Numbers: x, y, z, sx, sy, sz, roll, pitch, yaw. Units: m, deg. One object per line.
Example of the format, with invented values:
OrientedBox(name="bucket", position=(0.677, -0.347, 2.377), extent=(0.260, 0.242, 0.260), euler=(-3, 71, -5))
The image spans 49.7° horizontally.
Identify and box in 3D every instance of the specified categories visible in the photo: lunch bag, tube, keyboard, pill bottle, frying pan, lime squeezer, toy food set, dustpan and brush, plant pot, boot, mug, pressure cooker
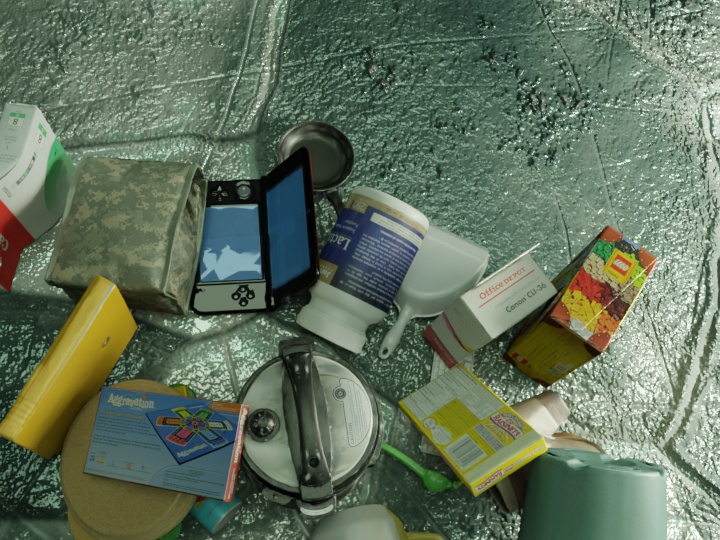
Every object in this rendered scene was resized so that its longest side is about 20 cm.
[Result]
OrientedBox(name="lunch bag", position=(-0.297, -0.055, 1.021), extent=(0.164, 0.118, 0.200), euler=(5, 71, 7))
OrientedBox(name="tube", position=(-0.233, 0.238, 0.967), extent=(0.200, 0.050, 0.077), euler=(40, 73, 15))
OrientedBox(name="keyboard", position=(0.122, 0.152, 1.057), extent=(0.056, 0.011, 0.200), euler=(12, 69, -2))
OrientedBox(name="pill bottle", position=(0.000, 0.000, 1.027), extent=(0.116, 0.116, 0.200), euler=(25, 86, 3))
OrientedBox(name="frying pan", position=(-0.039, -0.140, 1.139), extent=(0.190, 0.031, 0.115), euler=(45, 71, 7))
OrientedBox(name="lime squeezer", position=(0.118, 0.251, 1.008), extent=(0.200, 0.038, 0.071), euler=(-1, 51, -10))
OrientedBox(name="toy food set", position=(-0.267, 0.231, 0.929), extent=(0.198, 0.049, 0.200), euler=(-15, 71, 11))
OrientedBox(name="dustpan and brush", position=(0.077, 0.033, 1.081), extent=(0.139, 0.057, 0.200), euler=(25, 62, 16))
OrientedBox(name="plant pot", position=(0.263, 0.312, 0.884), extent=(0.200, 0.200, 0.197), euler=(8, 86, -4))
OrientedBox(name="boot", position=(0.235, 0.257, 0.992), extent=(0.146, 0.070, 0.200), euler=(-37, 89, -17))
OrientedBox(name="mug", position=(0.014, 0.365, 0.916), extent=(0.149, 0.187, 0.153), euler=(-25, 61, 19))
OrientedBox(name="pressure cooker", position=(-0.064, 0.191, 0.919), extent=(0.176, 0.200, 0.179), euler=(37, 69, 11))

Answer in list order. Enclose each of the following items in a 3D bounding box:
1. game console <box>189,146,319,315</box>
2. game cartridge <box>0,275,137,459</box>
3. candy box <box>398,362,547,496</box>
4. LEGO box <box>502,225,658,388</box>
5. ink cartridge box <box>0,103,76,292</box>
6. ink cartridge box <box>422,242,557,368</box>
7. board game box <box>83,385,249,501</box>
OrientedBox(name="game console", position=(-0.150, -0.054, 1.046), extent=(0.172, 0.119, 0.200), euler=(-3, 69, -8))
OrientedBox(name="game cartridge", position=(-0.342, 0.121, 0.926), extent=(0.032, 0.176, 0.200), euler=(27, 68, 3))
OrientedBox(name="candy box", position=(0.130, 0.187, 0.951), extent=(0.102, 0.200, 0.026), euler=(-28, 116, -10))
OrientedBox(name="LEGO box", position=(0.280, 0.054, 1.011), extent=(0.077, 0.200, 0.149), euler=(35, 69, 7))
OrientedBox(name="ink cartridge box", position=(-0.435, -0.088, 1.003), extent=(0.050, 0.161, 0.200), euler=(5, 69, -1))
OrientedBox(name="ink cartridge box", position=(0.168, 0.048, 0.992), extent=(0.116, 0.200, 0.068), euler=(-32, 80, -21))
OrientedBox(name="board game box", position=(-0.221, 0.191, 0.874), extent=(0.200, 0.019, 0.103), euler=(3, 76, 26))
